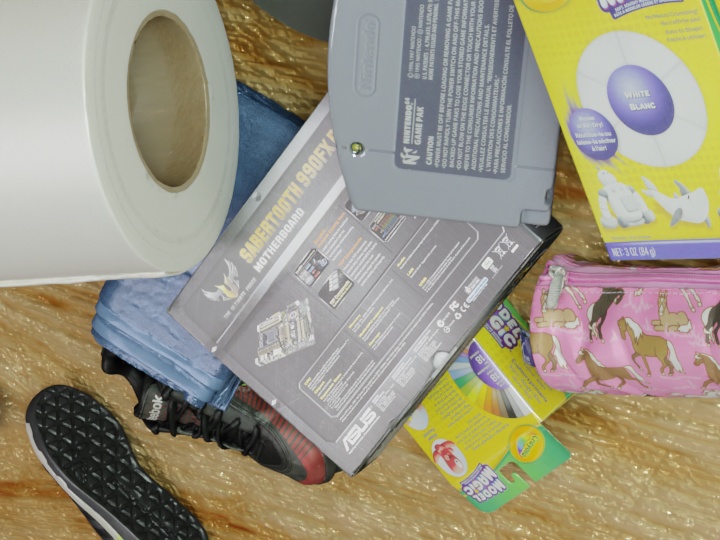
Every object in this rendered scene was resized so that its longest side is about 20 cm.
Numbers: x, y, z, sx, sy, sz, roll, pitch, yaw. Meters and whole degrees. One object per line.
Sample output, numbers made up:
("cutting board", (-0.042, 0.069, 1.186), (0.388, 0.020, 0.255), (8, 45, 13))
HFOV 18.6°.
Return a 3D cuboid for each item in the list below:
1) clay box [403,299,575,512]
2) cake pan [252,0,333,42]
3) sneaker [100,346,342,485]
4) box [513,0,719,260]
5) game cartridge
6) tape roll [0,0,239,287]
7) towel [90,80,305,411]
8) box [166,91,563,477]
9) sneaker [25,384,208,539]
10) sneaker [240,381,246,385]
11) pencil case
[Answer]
("clay box", (0.053, 0.051, 1.400), (0.200, 0.048, 0.115), (50, 142, 2))
("cake pan", (-0.019, -0.210, 1.247), (0.200, 0.037, 0.201), (22, 137, 22))
("sneaker", (-0.104, 0.094, 1.563), (0.200, 0.098, 0.071), (40, 140, 15))
("box", (0.144, -0.102, 1.074), (0.117, 0.048, 0.200), (-2, 116, 47))
("game cartridge", (0.049, -0.120, 1.210), (0.133, 0.041, 0.200), (5, 122, 1))
("tape roll", (-0.174, -0.095, 1.305), (0.139, 0.203, 0.203), (-4, 119, 21))
("towel", (-0.091, -0.018, 1.418), (0.112, 0.049, 0.200), (32, 108, 14))
("box", (0.000, 0.000, 1.332), (0.158, 0.048, 0.200), (41, 111, 9))
("sneaker", (-0.205, 0.185, 1.765), (0.200, 0.072, 0.083), (51, 144, 2))
("sneaker", (-0.094, -0.007, 1.480), (0.077, 0.084, 0.200), (6, 124, 43))
("pencil case", (0.183, 0.031, 1.220), (0.200, 0.086, 0.083), (1, 89, 46))
